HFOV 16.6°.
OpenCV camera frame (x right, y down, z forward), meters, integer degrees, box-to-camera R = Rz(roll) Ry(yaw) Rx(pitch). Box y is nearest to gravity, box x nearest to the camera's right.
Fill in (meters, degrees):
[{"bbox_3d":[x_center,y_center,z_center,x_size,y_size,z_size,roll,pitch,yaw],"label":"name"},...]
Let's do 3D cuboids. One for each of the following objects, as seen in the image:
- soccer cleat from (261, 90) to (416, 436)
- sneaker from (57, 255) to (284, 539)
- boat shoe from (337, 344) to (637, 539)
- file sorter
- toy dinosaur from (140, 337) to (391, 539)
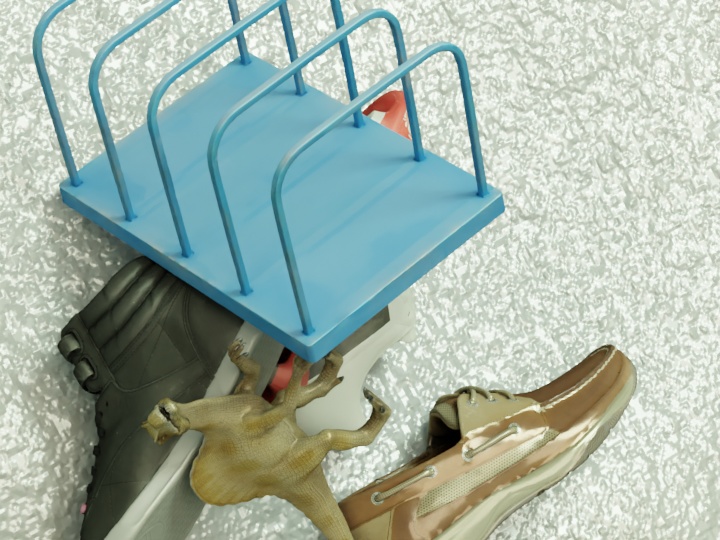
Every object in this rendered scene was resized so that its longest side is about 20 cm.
[{"bbox_3d":[0.000,0.000,1.349,0.085,0.069,0.200,26,74,-25],"label":"soccer cleat"},{"bbox_3d":[-0.124,0.083,1.284,0.099,0.071,0.200,29,90,17],"label":"sneaker"},{"bbox_3d":[0.070,0.096,1.351,0.200,0.076,0.072,-38,93,-26],"label":"boat shoe"},{"bbox_3d":[-0.051,-0.076,1.249,0.139,0.200,0.123,-38,139,-25],"label":"file sorter"},{"bbox_3d":[-0.038,0.088,1.264,0.101,0.058,0.200,-45,133,4],"label":"toy dinosaur"}]
